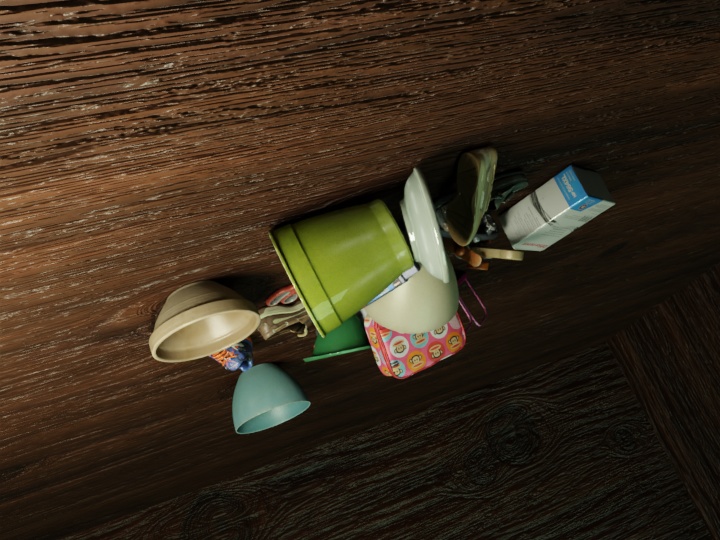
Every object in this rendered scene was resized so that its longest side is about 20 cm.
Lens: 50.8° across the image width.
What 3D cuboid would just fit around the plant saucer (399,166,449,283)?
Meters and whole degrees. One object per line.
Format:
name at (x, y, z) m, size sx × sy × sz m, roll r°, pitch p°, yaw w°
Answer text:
plant saucer at (0.101, -0.071, 1.263) m, size 0.050 × 0.200 × 0.200 m, roll -14°, pitch 160°, yaw 2°

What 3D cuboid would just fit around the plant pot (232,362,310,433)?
plant pot at (-0.246, 0.318, 1.953) m, size 0.200 × 0.135 × 0.200 m, roll -21°, pitch 160°, yaw -8°

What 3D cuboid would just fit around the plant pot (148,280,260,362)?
plant pot at (-0.289, 0.082, 1.366) m, size 0.201 × 0.093 × 0.201 m, roll -22°, pitch 160°, yaw -8°

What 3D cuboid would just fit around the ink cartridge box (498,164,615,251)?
ink cartridge box at (0.419, -0.129, 1.629) m, size 0.200 × 0.084 × 0.146 m, roll -36°, pitch 156°, yaw 33°

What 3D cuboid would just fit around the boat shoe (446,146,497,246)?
boat shoe at (0.205, -0.129, 1.353) m, size 0.064 × 0.071 × 0.200 m, roll -25°, pitch 143°, yaw -29°

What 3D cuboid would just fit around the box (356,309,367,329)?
box at (0.063, 0.071, 1.731) m, size 0.176 × 0.097 × 0.200 m, roll -17°, pitch 160°, yaw -23°

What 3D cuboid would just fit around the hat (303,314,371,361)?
hat at (-0.052, 0.094, 1.651) m, size 0.200 × 0.176 × 0.166 m, roll -17°, pitch 174°, yaw 42°

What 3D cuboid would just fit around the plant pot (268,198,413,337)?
plant pot at (-0.022, -0.020, 1.264) m, size 0.193 × 0.200 × 0.200 m, roll -27°, pitch 160°, yaw -3°

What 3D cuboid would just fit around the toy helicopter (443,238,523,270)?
toy helicopter at (0.258, -0.041, 1.591) m, size 0.132 × 0.079 × 0.200 m, roll 6°, pitch -179°, yaw -31°

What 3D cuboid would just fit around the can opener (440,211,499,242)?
can opener at (0.208, -0.085, 1.539) m, size 0.200 × 0.063 × 0.079 m, roll -3°, pitch 152°, yaw -46°

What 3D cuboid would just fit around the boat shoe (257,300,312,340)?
boat shoe at (-0.132, 0.109, 1.636) m, size 0.202 × 0.075 × 0.075 m, roll -11°, pitch 157°, yaw -31°

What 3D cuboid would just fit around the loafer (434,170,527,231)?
loafer at (0.234, -0.129, 1.454) m, size 0.200 × 0.063 × 0.072 m, roll -20°, pitch 160°, yaw -8°

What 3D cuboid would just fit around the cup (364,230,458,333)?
cup at (0.103, 0.005, 1.507) m, size 0.200 × 0.200 × 0.143 m, roll -16°, pitch 135°, yaw -19°

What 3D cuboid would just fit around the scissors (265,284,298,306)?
scissors at (-0.113, 0.022, 1.524) m, size 0.073 × 0.014 × 0.200 m, roll 3°, pitch 149°, yaw -47°

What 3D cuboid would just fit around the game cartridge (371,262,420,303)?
game cartridge at (0.000, 0.000, 1.433) m, size 0.200 × 0.130 × 0.038 m, roll -33°, pitch -177°, yaw 23°

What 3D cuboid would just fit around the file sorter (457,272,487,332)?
file sorter at (0.199, 0.118, 1.898) m, size 0.200 × 0.125 × 0.139 m, roll -32°, pitch 180°, yaw 23°

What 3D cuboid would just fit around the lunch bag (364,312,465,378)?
lunch bag at (0.112, 0.116, 1.599) m, size 0.200 × 0.176 × 0.082 m, roll -23°, pitch -172°, yaw -23°

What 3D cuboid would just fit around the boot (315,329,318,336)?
boot at (-0.013, 0.145, 1.884) m, size 0.200 × 0.068 × 0.131 m, roll -19°, pitch 165°, yaw -9°

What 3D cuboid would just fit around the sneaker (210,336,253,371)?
sneaker at (-0.283, 0.173, 1.626) m, size 0.075 × 0.079 × 0.200 m, roll -31°, pitch 159°, yaw 17°
